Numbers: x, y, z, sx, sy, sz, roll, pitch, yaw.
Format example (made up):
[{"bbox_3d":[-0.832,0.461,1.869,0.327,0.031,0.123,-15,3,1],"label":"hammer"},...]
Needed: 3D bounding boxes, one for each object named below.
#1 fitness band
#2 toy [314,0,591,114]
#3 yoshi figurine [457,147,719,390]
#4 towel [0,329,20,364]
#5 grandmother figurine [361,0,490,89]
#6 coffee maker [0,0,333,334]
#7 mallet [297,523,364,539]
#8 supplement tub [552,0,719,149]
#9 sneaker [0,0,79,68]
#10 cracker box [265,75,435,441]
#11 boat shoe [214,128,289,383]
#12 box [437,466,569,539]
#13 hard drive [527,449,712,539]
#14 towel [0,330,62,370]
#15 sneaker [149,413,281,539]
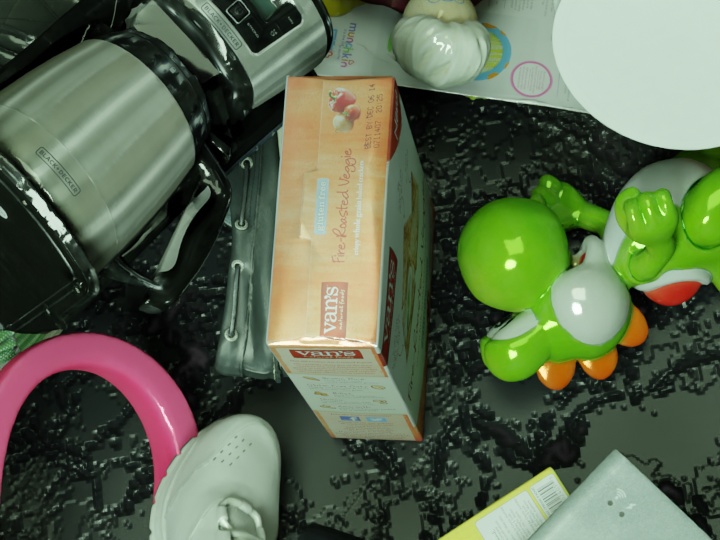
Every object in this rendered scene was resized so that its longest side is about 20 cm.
[{"bbox_3d":[-0.146,0.132,1.018,0.037,0.143,0.202,-19,64,51],"label":"fitness band"},{"bbox_3d":[0.059,-0.137,1.103,0.198,0.047,0.116,10,61,1],"label":"toy"},{"bbox_3d":[0.132,-0.028,1.037,0.199,0.113,0.112,-38,60,-1],"label":"yoshi figurine"},{"bbox_3d":[-0.291,0.071,1.023,0.200,0.031,0.149,-39,35,-29],"label":"towel"},{"bbox_3d":[0.029,-0.177,1.064,0.120,0.061,0.201,-12,52,-1],"label":"grandmother figurine"},{"bbox_3d":[-0.133,-0.077,0.981,0.191,0.135,0.200,6,43,47],"label":"coffee maker"},{"bbox_3d":[-0.024,0.230,0.967,0.065,0.041,0.202,12,78,16],"label":"mallet"},{"bbox_3d":[0.180,-0.173,1.013,0.143,0.145,0.201,12,47,13],"label":"supplement tub"},{"bbox_3d":[-0.140,-0.139,1.124,0.198,0.071,0.100,13,115,6],"label":"sneaker"},{"bbox_3d":[0.000,0.000,0.994,0.057,0.200,0.135,1,73,9],"label":"cracker box"},{"bbox_3d":[-0.064,-0.034,1.082,0.065,0.075,0.201,-7,78,-1],"label":"boat shoe"},{"bbox_3d":[0.047,0.206,1.005,0.199,0.048,0.118,-31,71,-4],"label":"box"},{"bbox_3d":[0.107,0.208,0.955,0.139,0.033,0.200,43,84,16],"label":"hard drive"},{"bbox_3d":[-0.225,-0.002,1.127,0.152,0.023,0.201,32,82,18],"label":"towel"},{"bbox_3d":[-0.070,0.165,0.995,0.074,0.087,0.202,25,61,-25],"label":"sneaker"}]
